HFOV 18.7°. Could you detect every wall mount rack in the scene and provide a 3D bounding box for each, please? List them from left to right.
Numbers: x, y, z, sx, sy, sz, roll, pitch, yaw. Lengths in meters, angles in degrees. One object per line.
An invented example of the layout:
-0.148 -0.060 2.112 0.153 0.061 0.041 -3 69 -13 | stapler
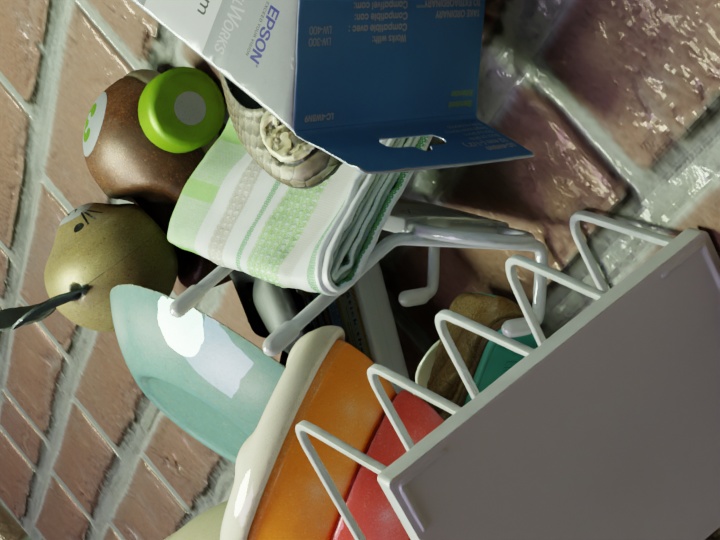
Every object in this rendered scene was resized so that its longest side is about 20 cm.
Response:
0.000 0.000 1.197 0.200 0.173 0.075 15 102 59 | wall mount rack

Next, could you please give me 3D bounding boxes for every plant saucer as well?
-0.087 0.084 1.388 0.200 0.039 0.201 31 161 12 | plant saucer

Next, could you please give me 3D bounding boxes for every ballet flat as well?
-0.055 -0.130 1.151 0.046 0.067 0.201 42 -154 -57 | ballet flat
0.048 0.102 1.295 0.072 0.067 0.201 41 121 51 | ballet flat

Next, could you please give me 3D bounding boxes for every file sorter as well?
0.091 0.081 1.088 0.124 0.200 0.139 25 148 59 | file sorter

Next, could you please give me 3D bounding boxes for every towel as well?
-0.032 -0.066 1.181 0.031 0.150 0.200 33 171 -30 | towel

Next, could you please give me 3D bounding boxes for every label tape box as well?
-0.016 -0.126 1.038 0.200 0.143 0.066 38 118 29 | label tape box

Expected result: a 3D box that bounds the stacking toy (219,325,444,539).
0.033 0.131 1.213 0.199 0.147 0.146 24 156 5 | stacking toy

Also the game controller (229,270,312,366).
-0.046 0.027 1.355 0.105 0.042 0.200 57 174 16 | game controller

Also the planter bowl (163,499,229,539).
-0.035 0.217 1.357 0.200 0.200 0.135 49 135 8 | planter bowl

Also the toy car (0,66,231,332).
-0.172 -0.024 1.474 0.158 0.200 0.164 55 160 -9 | toy car

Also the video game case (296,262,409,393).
-0.008 0.070 1.429 0.182 0.023 0.201 152 105 -70 | video game case
